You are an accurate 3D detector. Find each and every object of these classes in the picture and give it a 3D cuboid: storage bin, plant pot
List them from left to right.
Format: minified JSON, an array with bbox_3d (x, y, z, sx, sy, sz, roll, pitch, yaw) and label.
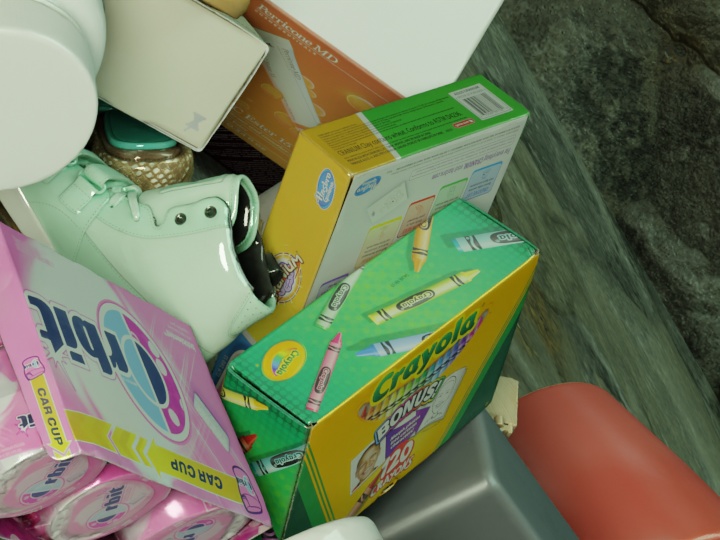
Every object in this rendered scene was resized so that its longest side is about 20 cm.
[{"bbox_3d":[0.051,0.179,1.358,0.200,0.134,0.146,53,15,-29],"label":"storage bin"},{"bbox_3d":[0.159,0.188,1.661,0.200,0.200,0.178,44,11,-52],"label":"plant pot"}]

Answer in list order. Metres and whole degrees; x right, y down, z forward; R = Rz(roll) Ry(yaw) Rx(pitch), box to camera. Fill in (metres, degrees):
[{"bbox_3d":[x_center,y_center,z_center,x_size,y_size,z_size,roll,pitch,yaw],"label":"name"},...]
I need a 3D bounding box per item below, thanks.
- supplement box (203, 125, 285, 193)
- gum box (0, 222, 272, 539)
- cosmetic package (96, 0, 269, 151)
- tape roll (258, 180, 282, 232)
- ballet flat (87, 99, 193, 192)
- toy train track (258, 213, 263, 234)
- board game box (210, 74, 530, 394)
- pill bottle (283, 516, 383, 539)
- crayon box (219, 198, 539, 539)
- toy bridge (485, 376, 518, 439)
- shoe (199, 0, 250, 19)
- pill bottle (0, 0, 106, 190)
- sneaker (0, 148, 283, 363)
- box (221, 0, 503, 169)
[{"bbox_3d":[-0.065,-0.123,1.606,0.200,0.061,0.109,36,60,-62],"label":"supplement box"},{"bbox_3d":[-0.125,0.063,1.066,0.200,0.066,0.114,34,28,-62],"label":"gum box"},{"bbox_3d":[-0.134,-0.152,1.309,0.105,0.071,0.200,28,14,-32],"label":"cosmetic package"},{"bbox_3d":[-0.014,0.037,1.516,0.203,0.071,0.203,55,11,-17],"label":"tape roll"},{"bbox_3d":[-0.130,-0.067,1.348,0.200,0.070,0.066,-102,-166,-70],"label":"ballet flat"},{"bbox_3d":[-0.060,0.038,1.340,0.115,0.032,0.200,-60,148,-28],"label":"toy train track"},{"bbox_3d":[0.000,0.000,1.295,0.040,0.200,0.153,39,37,25],"label":"board game box"},{"bbox_3d":[-0.002,0.225,1.108,0.201,0.110,0.111,64,13,12],"label":"pill bottle"},{"bbox_3d":[0.004,0.060,1.244,0.058,0.119,0.200,34,45,21],"label":"crayon box"},{"bbox_3d":[0.055,0.135,1.448,0.200,0.027,0.067,116,-19,-57],"label":"toy bridge"},{"bbox_3d":[-0.104,-0.191,1.238,0.070,0.053,0.200,22,17,-38],"label":"shoe"},{"bbox_3d":[-0.183,-0.138,1.163,0.113,0.113,0.200,50,17,-40],"label":"pill bottle"},{"bbox_3d":[-0.114,-0.041,1.215,0.201,0.118,0.074,63,15,10],"label":"sneaker"},{"bbox_3d":[-0.021,-0.138,1.390,0.124,0.098,0.200,34,-20,-12],"label":"box"}]
